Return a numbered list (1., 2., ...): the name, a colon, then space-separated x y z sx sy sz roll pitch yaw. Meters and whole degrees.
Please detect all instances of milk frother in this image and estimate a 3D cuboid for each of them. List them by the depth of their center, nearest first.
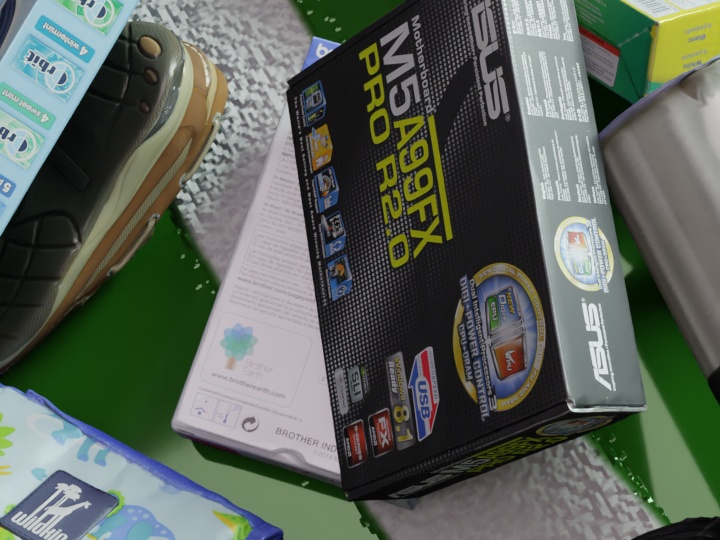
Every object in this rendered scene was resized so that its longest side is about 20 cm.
1. milk frother: 0.145 0.035 0.946 0.199 0.181 0.189 -23 75 -12

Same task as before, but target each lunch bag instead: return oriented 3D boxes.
1. lunch bag: -0.152 0.163 0.995 0.169 0.128 0.201 25 69 19

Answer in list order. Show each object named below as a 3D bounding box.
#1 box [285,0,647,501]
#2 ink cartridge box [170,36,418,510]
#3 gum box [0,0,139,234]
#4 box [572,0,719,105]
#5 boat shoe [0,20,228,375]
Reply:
1. box: 0.039 -0.016 0.961 0.044 0.160 0.201 2 72 -35
2. ink cartridge box: 0.000 0.000 1.057 0.119 0.042 0.201 16 80 12
3. gum box: -0.176 -0.081 1.045 0.044 0.170 0.201 32 80 -22
4. box: 0.165 -0.135 1.008 0.199 0.049 0.117 -19 40 -31
5. boat shoe: -0.130 -0.025 1.063 0.200 0.074 0.076 -50 60 16
